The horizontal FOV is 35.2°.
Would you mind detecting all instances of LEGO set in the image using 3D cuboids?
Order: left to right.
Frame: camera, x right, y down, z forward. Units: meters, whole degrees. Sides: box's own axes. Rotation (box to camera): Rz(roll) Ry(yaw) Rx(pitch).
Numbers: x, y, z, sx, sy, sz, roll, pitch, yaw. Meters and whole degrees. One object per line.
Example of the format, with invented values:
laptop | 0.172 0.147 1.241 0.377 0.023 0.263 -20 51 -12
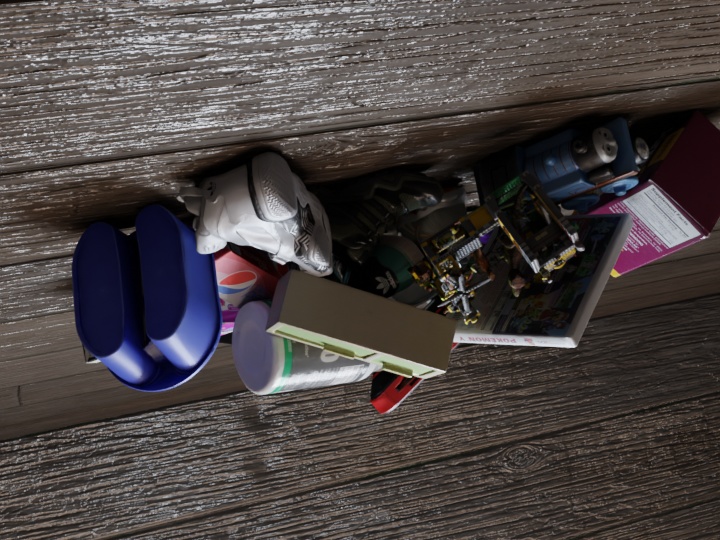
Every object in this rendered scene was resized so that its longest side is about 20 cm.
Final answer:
LEGO set | 0.166 -0.004 1.251 0.200 0.116 0.154 -29 148 -6

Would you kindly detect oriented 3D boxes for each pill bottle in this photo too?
pill bottle | -0.046 0.085 1.390 0.200 0.113 0.113 -5 167 -35

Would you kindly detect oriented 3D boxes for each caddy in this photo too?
caddy | -0.225 0.029 1.214 0.141 0.200 0.105 -17 153 12

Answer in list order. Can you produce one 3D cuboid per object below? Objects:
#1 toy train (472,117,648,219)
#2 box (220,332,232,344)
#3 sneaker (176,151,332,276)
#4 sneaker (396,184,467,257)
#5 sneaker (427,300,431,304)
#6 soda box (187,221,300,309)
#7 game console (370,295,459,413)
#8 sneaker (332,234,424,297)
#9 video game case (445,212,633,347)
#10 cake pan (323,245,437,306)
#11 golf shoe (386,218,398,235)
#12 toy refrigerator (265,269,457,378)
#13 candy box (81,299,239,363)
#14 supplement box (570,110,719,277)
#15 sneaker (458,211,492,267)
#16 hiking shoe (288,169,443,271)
toy train | 0.234 -0.114 1.327 0.200 0.087 0.114 -21 162 37
box | -0.136 0.066 1.624 0.200 0.050 0.158 6 -167 22
sneaker | -0.105 -0.048 1.184 0.115 0.075 0.200 -12 150 16
sneaker | 0.097 -0.044 1.491 0.076 0.092 0.200 -13 172 -9
sneaker | 0.120 0.006 1.734 0.075 0.116 0.200 -17 169 21
soda box | -0.140 -0.001 1.351 0.070 0.063 0.200 -31 152 14
game console | 0.088 0.088 1.482 0.200 0.031 0.177 -46 -172 15
sneaker | 0.000 0.000 1.363 0.080 0.071 0.200 -33 -168 -21
video game case | 0.208 0.009 1.343 0.182 0.023 0.200 0 -135 40
cake pan | 0.026 0.010 1.566 0.200 0.037 0.200 -13 -159 5
golf shoe | -0.010 -0.017 1.507 0.078 0.095 0.200 -10 171 -25
toy refrigerator | 0.000 0.066 1.283 0.200 0.070 0.076 17 165 -13
candy box | -0.254 0.069 1.508 0.200 0.061 0.136 -19 169 29
supplement box | 0.365 -0.090 1.414 0.131 0.103 0.200 -51 -173 -26
sneaker | 0.173 -0.024 1.675 0.070 0.100 0.200 -15 170 18
hiking shoe | 0.003 -0.052 1.302 0.200 0.101 0.076 -12 170 -8
